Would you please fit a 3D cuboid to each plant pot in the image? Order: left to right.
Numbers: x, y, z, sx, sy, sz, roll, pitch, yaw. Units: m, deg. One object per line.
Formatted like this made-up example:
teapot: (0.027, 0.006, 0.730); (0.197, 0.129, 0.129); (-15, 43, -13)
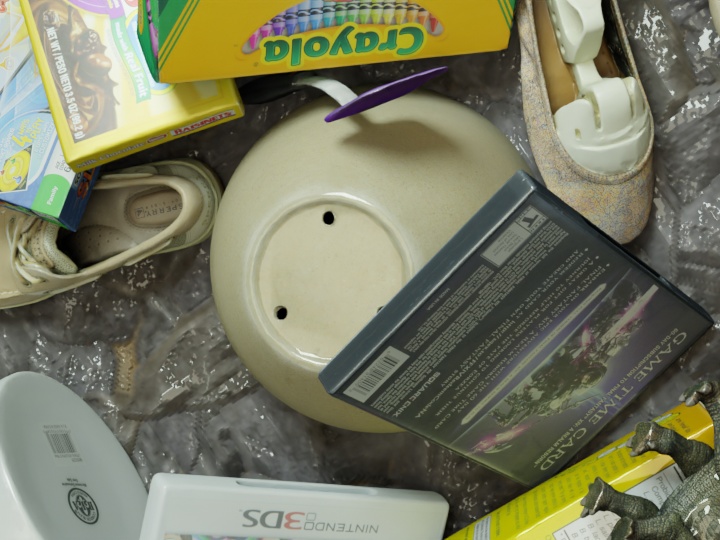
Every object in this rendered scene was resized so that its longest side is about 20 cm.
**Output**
plant pot: (0.000, 0.000, 0.837); (0.198, 0.134, 0.203); (2, 97, 13)

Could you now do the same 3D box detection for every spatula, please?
spatula: (-0.020, -0.096, 0.822); (0.056, 0.199, 0.021); (-22, 107, -26)

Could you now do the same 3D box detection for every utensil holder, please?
utensil holder: (-0.237, 0.177, 0.897); (0.199, 0.170, 0.171); (-31, 88, 13)

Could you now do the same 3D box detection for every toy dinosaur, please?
toy dinosaur: (0.174, 0.114, 0.735); (0.102, 0.077, 0.201); (32, 83, -14)

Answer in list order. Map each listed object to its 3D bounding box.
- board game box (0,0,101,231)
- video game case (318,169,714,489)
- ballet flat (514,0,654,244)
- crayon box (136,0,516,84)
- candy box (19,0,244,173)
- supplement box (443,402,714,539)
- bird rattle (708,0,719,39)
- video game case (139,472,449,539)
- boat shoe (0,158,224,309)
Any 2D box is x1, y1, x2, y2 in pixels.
board game box: (-0.192, -0.138, 0.887); (0.134, 0.034, 0.202); (17, 80, 11)
video game case: (0.088, 0.040, 0.800); (0.143, 0.199, 0.019); (-45, 50, 13)
ballet flat: (0.118, -0.110, 0.824); (0.067, 0.067, 0.202); (-18, 92, -10)
crayon box: (-0.015, -0.169, 0.790); (0.198, 0.058, 0.120); (-8, 131, -16)
candy box: (-0.141, -0.164, 0.853); (0.101, 0.026, 0.202); (-18, 78, -2)
supplement box: (0.126, 0.168, 0.822); (0.199, 0.110, 0.110); (-30, 89, 6)
bird rattle: (0.253, -0.162, 0.780); (0.162, 0.112, 0.202); (-6, 92, 30)
video game case: (-0.050, 0.218, 0.874); (0.180, 0.024, 0.202); (8, 101, -28)
boat shoe: (-0.180, -0.021, 0.913); (0.198, 0.065, 0.073); (-13, 93, 15)
